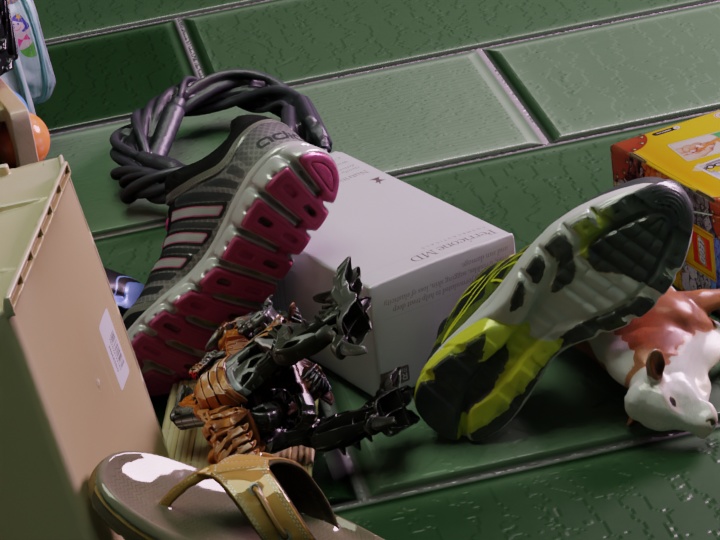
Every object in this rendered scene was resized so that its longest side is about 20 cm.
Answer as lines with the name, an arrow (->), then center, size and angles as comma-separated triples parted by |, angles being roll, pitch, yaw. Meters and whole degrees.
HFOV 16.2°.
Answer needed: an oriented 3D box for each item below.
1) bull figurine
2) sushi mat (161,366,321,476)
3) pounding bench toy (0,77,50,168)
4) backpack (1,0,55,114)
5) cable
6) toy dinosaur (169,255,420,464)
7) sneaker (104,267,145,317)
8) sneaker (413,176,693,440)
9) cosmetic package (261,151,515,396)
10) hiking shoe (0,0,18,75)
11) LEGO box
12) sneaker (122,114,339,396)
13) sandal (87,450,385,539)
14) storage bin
bull figurine -> 0.172, 0.031, 1.479 | 0.121, 0.066, 0.200 | -14, 27, -21
sushi mat -> -0.072, 0.109, 1.451 | 0.095, 0.012, 0.200 | -5, 25, 4
pounding bench toy -> -0.277, -0.045, 1.717 | 0.155, 0.125, 0.200 | -16, 26, -17
backpack -> -0.321, -0.162, 1.926 | 0.150, 0.178, 0.200 | -26, 33, -22
cable -> -0.107, -0.094, 1.871 | 0.162, 0.051, 0.200 | -17, 28, -5
toy dinosaur -> -0.046, 0.074, 1.430 | 0.135, 0.102, 0.201 | -19, 42, 10
sneaker -> -0.216, -0.005, 1.578 | 0.199, 0.078, 0.070 | 10, -29, -37
sneaker -> 0.103, 0.007, 1.438 | 0.200, 0.074, 0.085 | -40, 22, 20
cosmetic package -> 0.000, 0.000, 1.581 | 0.112, 0.082, 0.200 | -21, 27, -29
hiking shoe -> -0.296, -0.133, 1.694 | 0.086, 0.075, 0.200 | -9, 14, 15
LEGO box -> 0.281, -0.051, 1.601 | 0.199, 0.078, 0.149 | -18, 26, -19
sneaker -> -0.093, -0.013, 1.539 | 0.074, 0.200, 0.088 | 21, 23, -40
sandal -> -0.038, 0.125, 1.273 | 0.199, 0.054, 0.080 | 19, 23, -1
storage bin -> -0.179, 0.068, 1.337 | 0.093, 0.201, 0.199 | -13, 24, 10
